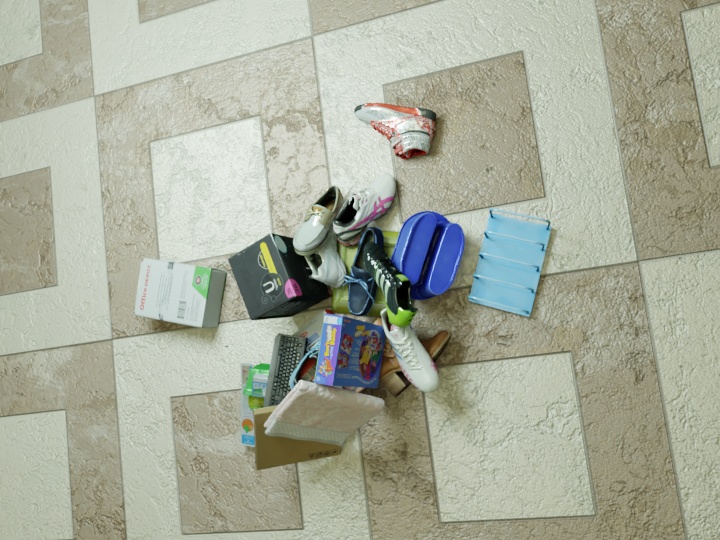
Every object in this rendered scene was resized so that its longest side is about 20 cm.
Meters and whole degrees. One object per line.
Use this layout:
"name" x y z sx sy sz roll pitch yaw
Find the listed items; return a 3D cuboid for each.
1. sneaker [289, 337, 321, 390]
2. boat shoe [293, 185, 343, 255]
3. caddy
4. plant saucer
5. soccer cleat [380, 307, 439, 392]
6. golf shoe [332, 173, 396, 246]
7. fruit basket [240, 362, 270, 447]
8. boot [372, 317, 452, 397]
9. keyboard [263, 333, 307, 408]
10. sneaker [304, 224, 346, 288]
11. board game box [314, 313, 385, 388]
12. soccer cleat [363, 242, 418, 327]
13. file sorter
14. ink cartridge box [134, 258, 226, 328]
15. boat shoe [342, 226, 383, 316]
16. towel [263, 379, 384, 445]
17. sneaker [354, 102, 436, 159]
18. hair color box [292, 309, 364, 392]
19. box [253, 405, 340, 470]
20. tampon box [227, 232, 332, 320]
"sneaker" -0.077 0.190 1.299 0.078 0.090 0.201 37 79 6
"boat shoe" -0.098 -0.119 1.356 0.074 0.069 0.201 14 47 15
"caddy" 0.146 -0.034 1.320 0.139 0.105 0.203 20 85 -10
"plant saucer" 0.026 0.005 1.383 0.196 0.048 0.204 4 87 16
"soccer cleat" 0.097 0.165 1.259 0.069 0.086 0.202 -33 65 7
"golf shoe" 0.013 -0.150 1.356 0.072 0.092 0.201 31 74 27
"fruit basket" -0.204 0.325 1.401 0.182 0.094 0.204 4 90 16
"boot" 0.095 0.164 1.346 0.200 0.076 0.156 -46 72 16
"keyboard" -0.147 0.251 1.343 0.125 0.021 0.204 9 85 -7
"sneaker" -0.093 -0.056 1.382 0.070 0.079 0.203 -41 53 32
"board game box" -0.016 0.172 1.242 0.044 0.199 0.137 5 81 29
"soccer cleat" 0.065 0.019 1.240 0.081 0.067 0.202 -49 57 47
"file sorter" 0.314 -0.017 1.265 0.137 0.123 0.204 14 90 17
"ink cartridge box" -0.451 0.055 1.495 0.196 0.084 0.149 9 88 16
"boat shoe" 0.000 0.000 1.329 0.083 0.069 0.204 5 87 16
"towel" -0.078 0.303 1.245 0.191 0.197 0.033 -50 34 36
"sneaker" 0.072 -0.322 1.385 0.198 0.067 0.110 9 86 14
"hair color box" -0.062 0.204 1.385 0.110 0.064 0.201 -38 78 9
"box" -0.137 0.361 1.325 0.196 0.021 0.166 -5 118 -16
"tampon box" -0.178 0.017 1.356 0.125 0.200 0.152 -27 80 17
